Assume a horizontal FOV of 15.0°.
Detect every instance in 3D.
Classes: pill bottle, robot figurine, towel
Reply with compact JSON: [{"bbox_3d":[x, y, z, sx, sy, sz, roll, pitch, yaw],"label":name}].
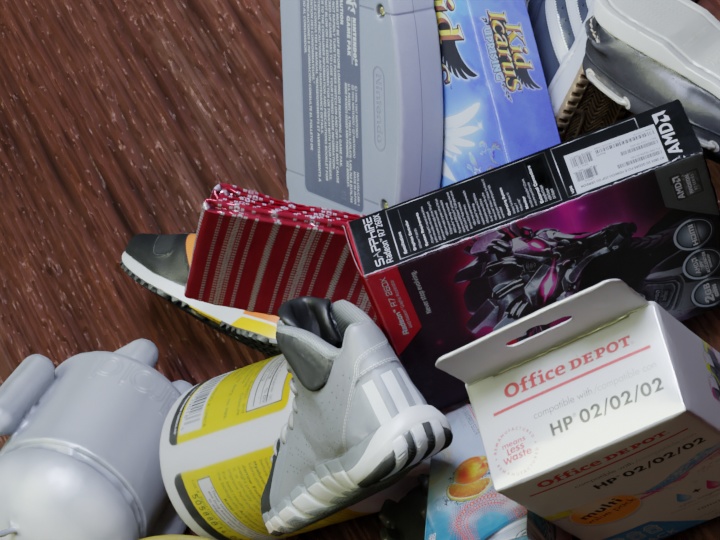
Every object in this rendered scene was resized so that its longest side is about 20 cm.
[{"bbox_3d":[-0.024,0.101,1.686,0.199,0.111,0.112,-20,66,45],"label":"pill bottle"},{"bbox_3d":[-0.181,0.133,1.807,0.113,0.170,0.200,-32,20,40],"label":"robot figurine"},{"bbox_3d":[0.000,0.000,1.604,0.145,0.199,0.023,110,169,-65],"label":"towel"}]

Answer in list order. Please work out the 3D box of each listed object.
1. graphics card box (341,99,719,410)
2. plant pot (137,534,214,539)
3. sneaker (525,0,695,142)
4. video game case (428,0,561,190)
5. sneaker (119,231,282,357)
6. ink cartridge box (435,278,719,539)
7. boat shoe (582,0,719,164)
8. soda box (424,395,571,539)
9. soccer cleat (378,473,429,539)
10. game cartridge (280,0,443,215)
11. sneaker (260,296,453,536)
[{"bbox_3d":[0.103,-0.005,1.510,0.199,0.126,0.051,-20,44,2],"label":"graphics card box"},{"bbox_3d":[-0.141,0.291,1.721,0.189,0.200,0.202,-39,53,51],"label":"plant pot"},{"bbox_3d":[0.132,-0.165,1.625,0.109,0.070,0.201,46,116,41],"label":"sneaker"},{"bbox_3d":[0.042,-0.104,1.651,0.181,0.045,0.201,-19,84,57],"label":"video game case"},{"bbox_3d":[-0.076,-0.003,1.815,0.200,0.070,0.090,24,83,46],"label":"sneaker"},{"bbox_3d":[0.136,0.082,1.447,0.115,0.200,0.068,-26,61,20],"label":"ink cartridge box"},{"bbox_3d":[0.206,-0.089,1.519,0.199,0.074,0.061,33,133,22],"label":"boat shoe"},{"bbox_3d":[0.080,0.115,1.536,0.063,0.069,0.201,-19,32,16],"label":"soda box"},{"bbox_3d":[0.051,0.199,1.555,0.065,0.084,0.201,-37,26,24],"label":"soccer cleat"},{"bbox_3d":[0.000,-0.107,1.642,0.133,0.041,0.201,20,117,49],"label":"game cartridge"},{"bbox_3d":[-0.020,0.074,1.546,0.116,0.075,0.200,64,150,7],"label":"sneaker"}]
